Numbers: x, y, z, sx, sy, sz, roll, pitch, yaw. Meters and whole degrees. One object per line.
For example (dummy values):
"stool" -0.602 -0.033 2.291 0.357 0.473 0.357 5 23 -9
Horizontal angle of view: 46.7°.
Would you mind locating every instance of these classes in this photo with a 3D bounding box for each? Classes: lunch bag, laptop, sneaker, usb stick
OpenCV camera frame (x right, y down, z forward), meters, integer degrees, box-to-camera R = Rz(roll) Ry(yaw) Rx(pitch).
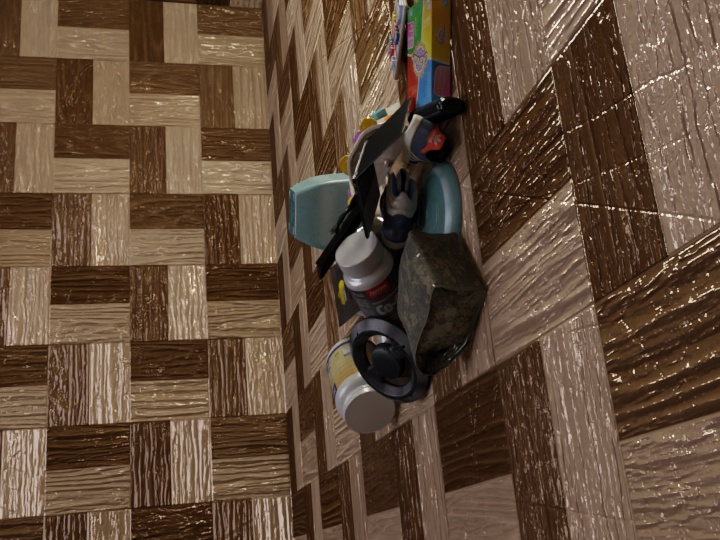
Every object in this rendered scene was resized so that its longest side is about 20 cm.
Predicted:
"lunch bag" 0.129 0.061 1.475 0.166 0.115 0.203 -110 28 -50
"laptop" 0.055 -0.201 1.619 0.189 0.113 0.204 -73 -26 -57
"sneaker" 0.129 -0.229 1.570 0.076 0.083 0.200 -63 -8 2
"sneaker" 0.084 -0.157 1.686 0.202 0.078 0.149 -83 4 -51
"usb stick" 0.137 -0.291 1.545 0.200 0.054 0.034 -171 80 -76

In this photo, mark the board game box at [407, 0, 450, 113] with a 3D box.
"board game box" 0.130 -0.414 1.598 0.153 0.039 0.206 -171 81 -76

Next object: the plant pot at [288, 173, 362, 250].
"plant pot" -0.086 -0.151 2.165 0.196 0.195 0.202 -137 48 -74

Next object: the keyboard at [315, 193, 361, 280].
"keyboard" -0.031 -0.082 1.693 0.202 0.020 0.128 -57 -17 -21

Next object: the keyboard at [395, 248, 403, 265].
"keyboard" 0.087 -0.066 1.842 0.106 0.039 0.200 63 159 9

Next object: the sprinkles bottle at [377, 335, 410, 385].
"sprinkles bottle" 0.070 0.161 1.820 0.068 0.066 0.206 144 124 -73

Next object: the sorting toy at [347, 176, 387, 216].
"sorting toy" 0.026 -0.159 1.983 0.181 0.104 0.204 76 -176 -59

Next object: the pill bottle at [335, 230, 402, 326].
"pill bottle" 0.033 0.025 1.701 0.202 0.112 0.115 58 -172 -37

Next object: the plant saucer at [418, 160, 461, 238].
"plant saucer" 0.146 -0.105 1.583 0.200 0.027 0.206 179 90 -77

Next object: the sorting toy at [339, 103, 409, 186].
"sorting toy" 0.038 -0.282 1.803 0.202 0.105 0.181 -58 7 32

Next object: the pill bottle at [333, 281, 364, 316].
"pill bottle" -0.004 0.051 2.028 0.200 0.109 0.116 177 92 -76

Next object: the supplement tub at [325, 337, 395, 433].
"supplement tub" 0.001 0.268 1.957 0.201 0.141 0.147 -112 25 -56

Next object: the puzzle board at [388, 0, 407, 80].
"puzzle board" 0.077 -0.514 1.779 0.202 0.017 0.154 -92 8 -58

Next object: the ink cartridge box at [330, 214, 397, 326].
"ink cartridge box" 0.000 0.000 1.791 0.050 0.199 0.164 26 139 38

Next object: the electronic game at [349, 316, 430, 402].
"electronic game" 0.058 0.185 1.714 0.197 0.041 0.204 22 131 28
